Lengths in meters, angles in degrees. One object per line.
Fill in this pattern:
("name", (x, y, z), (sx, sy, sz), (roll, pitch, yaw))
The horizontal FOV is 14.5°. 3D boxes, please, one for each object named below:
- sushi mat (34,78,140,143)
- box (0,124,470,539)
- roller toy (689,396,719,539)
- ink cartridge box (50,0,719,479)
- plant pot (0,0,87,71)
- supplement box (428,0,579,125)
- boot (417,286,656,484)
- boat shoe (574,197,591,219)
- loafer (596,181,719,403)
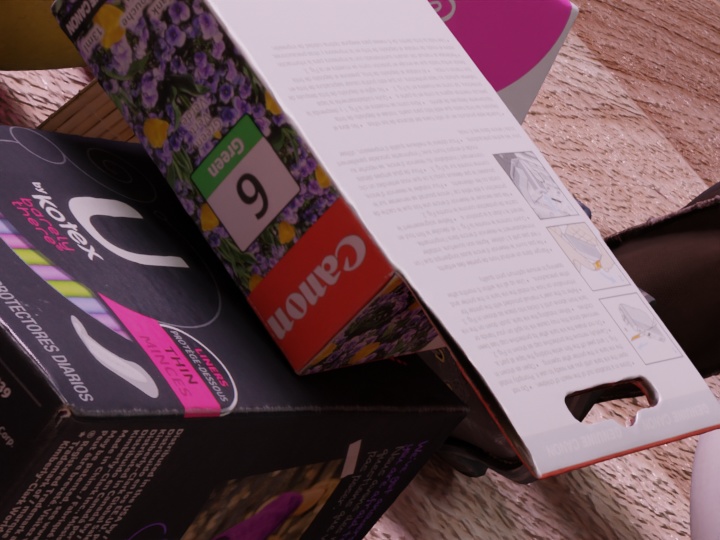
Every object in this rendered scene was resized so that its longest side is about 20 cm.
("sushi mat", (-0.058, -0.030, 0.949), (0.096, 0.012, 0.200), (39, -18, -10))
("box", (-0.083, 0.036, 0.793), (0.122, 0.106, 0.200), (46, 20, 23))
("roller toy", (0.214, 0.110, 1.052), (0.200, 0.140, 0.183), (40, 42, -34))
("ink cartridge box", (0.009, -0.016, 0.807), (0.109, 0.050, 0.200), (-8, 59, -54))
("plant pot", (-0.163, -0.154, 1.003), (0.142, 0.200, 0.200), (-23, 60, -41))
("supplement box", (-0.021, -0.100, 1.133), (0.101, 0.103, 0.200), (25, 4, -34))
("boot", (0.000, 0.000, 1.006), (0.174, 0.069, 0.200), (38, -19, -8))
("boat shoe", (0.018, -0.067, 1.275), (0.200, 0.062, 0.075), (44, 22, 19))
("loafer", (0.110, 0.021, 1.099), (0.071, 0.200, 0.073), (-24, 87, -42))
